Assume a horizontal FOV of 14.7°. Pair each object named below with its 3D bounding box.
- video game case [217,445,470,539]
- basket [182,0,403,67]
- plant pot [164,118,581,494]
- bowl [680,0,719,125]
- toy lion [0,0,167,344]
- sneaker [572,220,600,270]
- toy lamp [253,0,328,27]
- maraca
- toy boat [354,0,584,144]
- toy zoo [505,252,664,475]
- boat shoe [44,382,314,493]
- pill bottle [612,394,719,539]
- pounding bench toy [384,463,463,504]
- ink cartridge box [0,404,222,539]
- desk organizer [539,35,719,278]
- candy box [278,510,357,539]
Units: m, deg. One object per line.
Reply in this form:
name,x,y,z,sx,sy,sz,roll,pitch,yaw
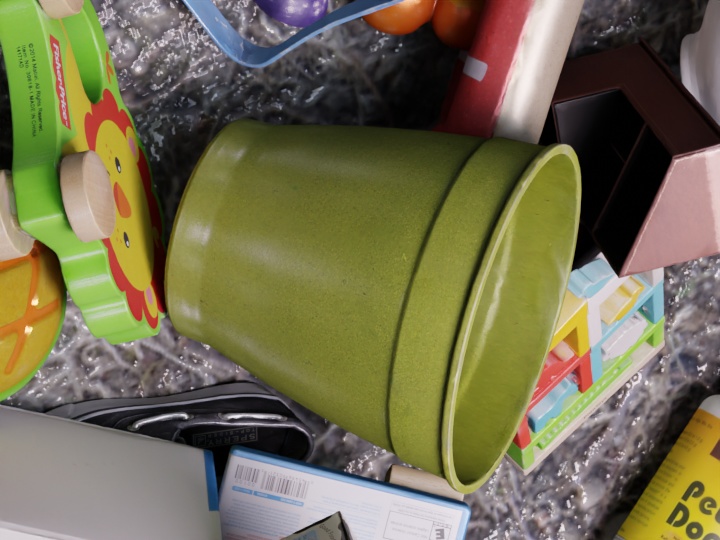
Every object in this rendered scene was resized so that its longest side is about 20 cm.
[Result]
video game case,-0.030,0.213,1.601,0.142,0.018,0.201,14,95,-5
basket,-0.070,-0.206,1.506,0.200,0.176,0.139,52,50,-17
plant pot,0.000,0.000,1.570,0.200,0.192,0.201,17,90,-74
bowl,0.251,-0.106,1.705,0.090,0.201,0.202,-12,118,19
toy lion,-0.153,-0.065,1.535,0.068,0.192,0.201,-13,75,12
sneaker,0.073,0.017,1.716,0.200,0.084,0.077,-44,120,-10
toy lamp,-0.002,-0.221,1.555,0.058,0.058,0.200,4,137,-30
maraca,-0.243,-0.012,1.520,0.200,0.107,0.137,45,63,-23
toy boat,0.059,-0.155,1.649,0.130,0.131,0.201,17,98,-3
toy zoo,0.136,0.044,1.729,0.131,0.020,0.200,-42,158,-11
boat shoe,-0.122,0.116,1.647,0.199,0.068,0.072,-9,109,-26
pill bottle,0.243,0.159,1.840,0.109,0.109,0.201,35,87,-32
pounding bench toy,0.009,0.202,1.689,0.124,0.156,0.201,20,95,-5
ink cartridge box,-0.171,0.205,1.564,0.144,0.147,0.201,13,112,-12
desk organizer,0.162,-0.069,1.665,0.077,0.200,0.072,-13,113,-5
candy box,-0.067,0.234,1.478,0.199,0.061,0.137,-27,115,3
